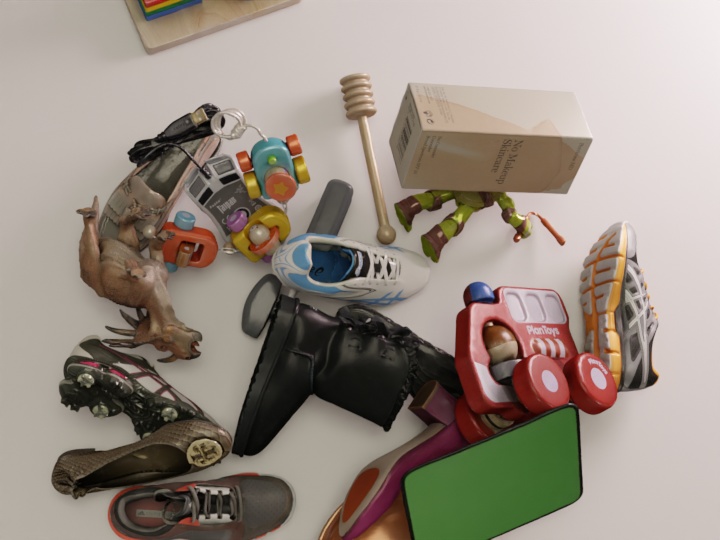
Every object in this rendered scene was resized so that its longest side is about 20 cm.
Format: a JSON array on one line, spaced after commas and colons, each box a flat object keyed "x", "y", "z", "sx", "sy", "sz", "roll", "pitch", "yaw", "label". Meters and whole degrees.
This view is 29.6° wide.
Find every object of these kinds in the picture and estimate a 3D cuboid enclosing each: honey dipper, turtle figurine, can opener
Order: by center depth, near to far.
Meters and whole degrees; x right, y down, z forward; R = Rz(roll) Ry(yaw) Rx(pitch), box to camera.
[{"x": -0.067, "y": -0.013, "z": 1.516, "sx": 0.066, "sy": 0.053, "sz": 0.200, "roll": 27, "pitch": 75, "yaw": 1, "label": "can opener"}, {"x": 0.131, "y": -0.080, "z": 1.548, "sx": 0.161, "sy": 0.064, "sz": 0.200, "roll": -35, "pitch": 83, "yaw": -13, "label": "turtle figurine"}, {"x": 0.011, "y": -0.127, "z": 1.563, "sx": 0.038, "sy": 0.038, "sz": 0.200, "roll": -9, "pitch": 80, "yaw": -8, "label": "honey dipper"}]

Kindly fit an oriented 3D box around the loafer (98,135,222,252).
[{"x": -0.228, "y": -0.098, "z": 1.513, "sx": 0.072, "sy": 0.063, "sz": 0.200, "roll": 36, "pitch": 75, "yaw": 4, "label": "loafer"}]

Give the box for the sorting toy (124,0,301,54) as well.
[{"x": -0.192, "y": -0.383, "z": 1.584, "sx": 0.198, "sy": 0.070, "sz": 0.200, "roll": -21, "pitch": 79, "yaw": -11, "label": "sorting toy"}]

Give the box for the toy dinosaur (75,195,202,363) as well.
[{"x": -0.254, "y": 0.010, "z": 1.446, "sx": 0.086, "sy": 0.136, "sz": 0.200, "roll": -21, "pitch": 53, "yaw": -42, "label": "toy dinosaur"}]

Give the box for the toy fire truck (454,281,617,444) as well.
[{"x": 0.170, "y": 0.093, "z": 1.463, "sx": 0.200, "sy": 0.112, "sz": 0.168, "roll": 4, "pitch": 59, "yaw": -44, "label": "toy fire truck"}]

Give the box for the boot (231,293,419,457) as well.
[{"x": -0.036, "y": 0.129, "z": 1.454, "sx": 0.162, "sy": 0.073, "sz": 0.199, "roll": 19, "pitch": 99, "yaw": -7, "label": "boot"}]

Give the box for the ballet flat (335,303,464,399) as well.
[{"x": 0.058, "y": 0.100, "z": 1.507, "sx": 0.200, "sy": 0.057, "sz": 0.066, "roll": 38, "pitch": 96, "yaw": -3, "label": "ballet flat"}]

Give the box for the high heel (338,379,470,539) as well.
[{"x": 0.060, "y": 0.219, "z": 1.439, "sx": 0.096, "sy": 0.067, "sz": 0.200, "roll": 43, "pitch": 73, "yaw": -18, "label": "high heel"}]

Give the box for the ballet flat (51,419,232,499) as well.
[{"x": -0.229, "y": 0.201, "z": 1.415, "sx": 0.200, "sy": 0.046, "sz": 0.067, "roll": -12, "pitch": 122, "yaw": 10, "label": "ballet flat"}]

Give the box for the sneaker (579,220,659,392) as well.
[{"x": 0.297, "y": 0.043, "z": 1.539, "sx": 0.077, "sy": 0.078, "sz": 0.200, "roll": 8, "pitch": 79, "yaw": -18, "label": "sneaker"}]

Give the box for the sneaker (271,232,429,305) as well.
[{"x": 0.000, "y": 0.000, "z": 1.483, "sx": 0.200, "sy": 0.072, "sz": 0.072, "roll": 5, "pitch": 85, "yaw": -35, "label": "sneaker"}]

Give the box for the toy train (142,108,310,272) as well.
[{"x": -0.136, "y": -0.066, "z": 1.453, "sx": 0.150, "sy": 0.056, "sz": 0.200, "roll": 16, "pitch": 117, "yaw": -24, "label": "toy train"}]

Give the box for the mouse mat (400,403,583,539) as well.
[{"x": 0.139, "y": 0.223, "z": 1.404, "sx": 0.200, "sy": 0.161, "sz": 0.008, "roll": -20, "pitch": 42, "yaw": -10, "label": "mouse mat"}]

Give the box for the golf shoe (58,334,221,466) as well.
[{"x": -0.220, "y": 0.135, "z": 1.449, "sx": 0.200, "sy": 0.077, "sz": 0.088, "roll": 34, "pitch": 30, "yaw": -19, "label": "golf shoe"}]

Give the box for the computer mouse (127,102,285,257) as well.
[{"x": -0.155, "y": -0.092, "z": 1.493, "sx": 0.110, "sy": 0.044, "sz": 0.200, "roll": -35, "pitch": 124, "yaw": 6, "label": "computer mouse"}]

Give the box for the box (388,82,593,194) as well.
[{"x": 0.142, "y": -0.144, "z": 1.494, "sx": 0.200, "sy": 0.095, "sz": 0.078, "roll": 0, "pitch": 49, "yaw": -16, "label": "box"}]

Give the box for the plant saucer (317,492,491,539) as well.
[{"x": 0.046, "y": 0.324, "z": 1.454, "sx": 0.200, "sy": 0.037, "sz": 0.201, "roll": 2, "pitch": 76, "yaw": -7, "label": "plant saucer"}]

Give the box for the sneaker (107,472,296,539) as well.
[{"x": -0.165, "y": 0.253, "z": 1.424, "sx": 0.200, "sy": 0.082, "sz": 0.077, "roll": -7, "pitch": 77, "yaw": -8, "label": "sneaker"}]
